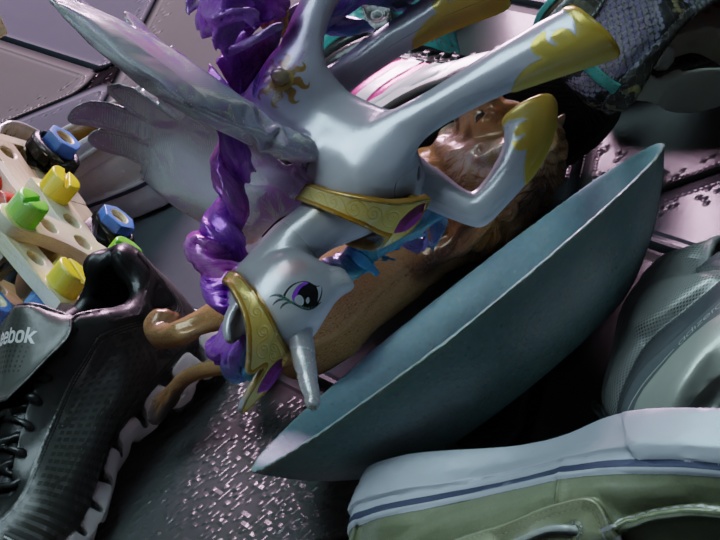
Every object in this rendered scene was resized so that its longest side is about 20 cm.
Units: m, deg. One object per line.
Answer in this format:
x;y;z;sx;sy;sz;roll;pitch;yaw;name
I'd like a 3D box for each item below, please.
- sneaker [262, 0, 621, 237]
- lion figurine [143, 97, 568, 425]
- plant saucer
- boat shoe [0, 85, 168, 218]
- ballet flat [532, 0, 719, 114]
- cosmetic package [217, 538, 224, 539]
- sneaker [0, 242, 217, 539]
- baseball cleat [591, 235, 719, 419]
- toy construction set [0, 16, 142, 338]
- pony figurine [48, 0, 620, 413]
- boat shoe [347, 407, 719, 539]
0.039;-0.089;1.168;0.200;0.084;0.121;-17;39;30;sneaker
0.000;0.000;1.068;0.200;0.072;0.122;-49;27;-19;lion figurine
0.047;0.027;0.952;0.201;0.039;0.201;-39;3;2;plant saucer
-0.188;-0.055;1.344;0.202;0.086;0.075;-17;30;27;boat shoe
0.155;-0.103;1.068;0.072;0.072;0.200;-3;13;45;ballet flat
-0.107;0.189;0.848;0.200;0.073;0.104;-30;26;3;cosmetic package
-0.137;0.063;1.080;0.066;0.091;0.200;-7;36;43;sneaker
0.165;-0.009;0.899;0.200;0.070;0.106;-37;27;-11;baseball cleat
-0.176;-0.037;1.227;0.092;0.131;0.200;-37;60;26;toy construction set
-0.026;-0.062;0.987;0.200;0.167;0.193;-44;68;-8;pony figurine
0.078;0.092;0.840;0.200;0.072;0.062;-14;56;40;boat shoe
